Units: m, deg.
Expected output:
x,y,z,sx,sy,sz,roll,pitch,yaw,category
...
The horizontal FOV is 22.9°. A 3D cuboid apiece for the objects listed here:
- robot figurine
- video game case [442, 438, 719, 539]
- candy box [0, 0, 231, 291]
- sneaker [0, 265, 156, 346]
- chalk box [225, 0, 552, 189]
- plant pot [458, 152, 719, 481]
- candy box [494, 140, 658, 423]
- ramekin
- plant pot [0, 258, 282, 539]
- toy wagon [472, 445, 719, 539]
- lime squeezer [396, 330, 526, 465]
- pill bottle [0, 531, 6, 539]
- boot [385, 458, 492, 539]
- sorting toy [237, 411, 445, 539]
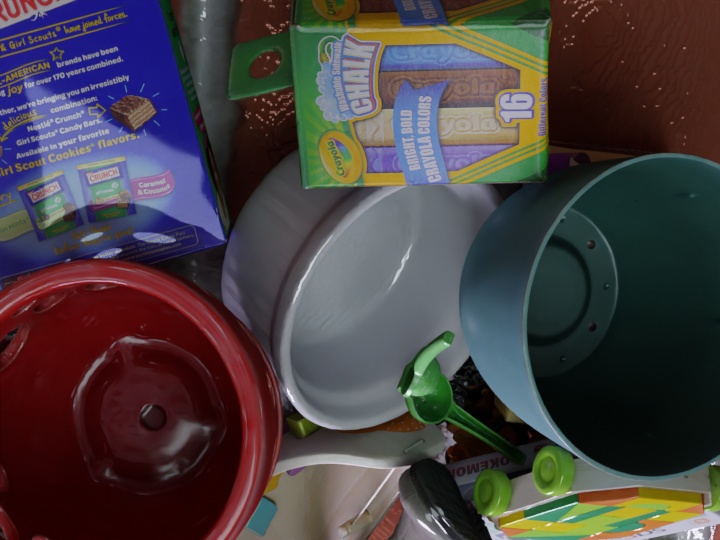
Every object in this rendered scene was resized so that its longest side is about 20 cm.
x,y,z,sx,sy,sz,roll,pitch,yaw,category
0.146,0.087,1.365,0.199,0.058,0.145,-35,120,9,robot figurine
0.159,0.175,1.359,0.181,0.023,0.200,-18,148,31,video game case
-0.189,-0.097,1.145,0.168,0.077,0.202,-15,102,-1,candy box
-0.234,0.014,1.230,0.198,0.081,0.075,-3,125,-9,sneaker
0.016,-0.136,1.103,0.198,0.125,0.124,-1,131,1,chalk box
0.155,0.022,1.157,0.199,0.161,0.202,-2,96,-23,plant pot
0.168,0.012,1.279,0.116,0.056,0.202,7,98,-6,candy box
0.000,0.000,1.223,0.200,0.098,0.202,-24,132,-29,ramekin
-0.145,0.093,1.099,0.199,0.182,0.202,0,91,4,plant pot
0.155,0.162,1.246,0.154,0.040,0.200,10,156,-32,toy wagon
0.055,0.084,1.199,0.038,0.070,0.200,-50,148,-12,lime squeezer
-0.258,0.297,1.325,0.111,0.200,0.113,-5,121,-8,pill bottle
0.026,0.210,1.283,0.130,0.068,0.200,-26,152,4,boot
-0.066,0.166,1.281,0.179,0.107,0.200,-16,150,-39,sorting toy
